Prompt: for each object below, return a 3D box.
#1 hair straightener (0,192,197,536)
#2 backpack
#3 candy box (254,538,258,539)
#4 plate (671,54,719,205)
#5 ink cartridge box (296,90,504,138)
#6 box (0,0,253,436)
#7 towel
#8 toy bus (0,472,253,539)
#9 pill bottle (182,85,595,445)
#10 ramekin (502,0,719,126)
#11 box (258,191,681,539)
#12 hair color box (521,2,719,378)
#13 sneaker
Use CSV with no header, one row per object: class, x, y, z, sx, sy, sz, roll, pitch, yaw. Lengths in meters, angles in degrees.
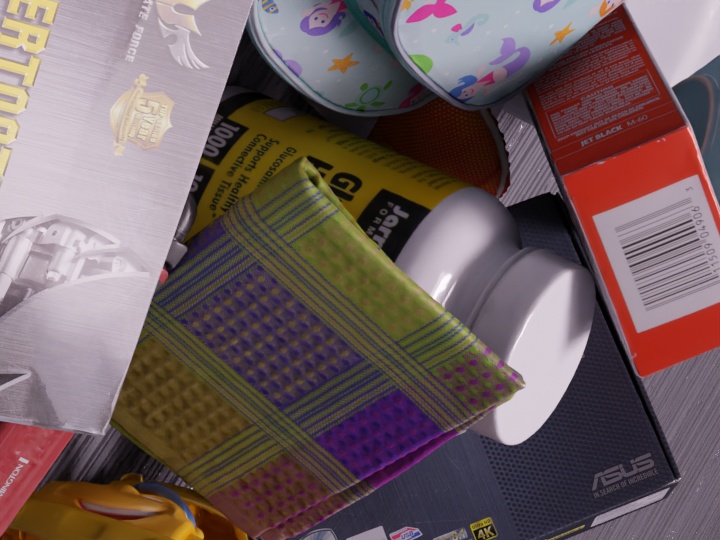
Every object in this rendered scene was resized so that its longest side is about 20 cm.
hair straightener,-0.132,0.023,0.943,0.041,0.077,0.200,24,104,-37
backpack,0.030,-0.159,0.974,0.200,0.151,0.178,-35,149,8
candy box,0.012,0.080,1.261,0.200,0.071,0.168,-47,149,-35
plate,0.153,-0.036,1.166,0.201,0.025,0.200,-57,-165,23
ink cartridge box,0.051,-0.154,1.136,0.201,0.068,0.115,-62,153,-6
box,-0.136,-0.051,0.800,0.158,0.048,0.201,14,102,-31
towel,-0.038,0.041,0.964,0.200,0.144,0.023,-35,-161,43
toy bus,-0.103,0.166,1.065,0.192,0.135,0.201,-52,152,-55
pill bottle,0.000,0.000,1.017,0.112,0.199,0.113,-44,147,-39
ramekin,0.146,-0.162,1.280,0.200,0.097,0.201,-44,147,-39
box,0.034,0.070,1.095,0.199,0.158,0.051,-20,165,-6
hair color box,0.118,-0.053,1.035,0.200,0.064,0.111,-99,166,-61
sneaker,0.021,-0.034,1.120,0.077,0.073,0.200,-38,165,-26
